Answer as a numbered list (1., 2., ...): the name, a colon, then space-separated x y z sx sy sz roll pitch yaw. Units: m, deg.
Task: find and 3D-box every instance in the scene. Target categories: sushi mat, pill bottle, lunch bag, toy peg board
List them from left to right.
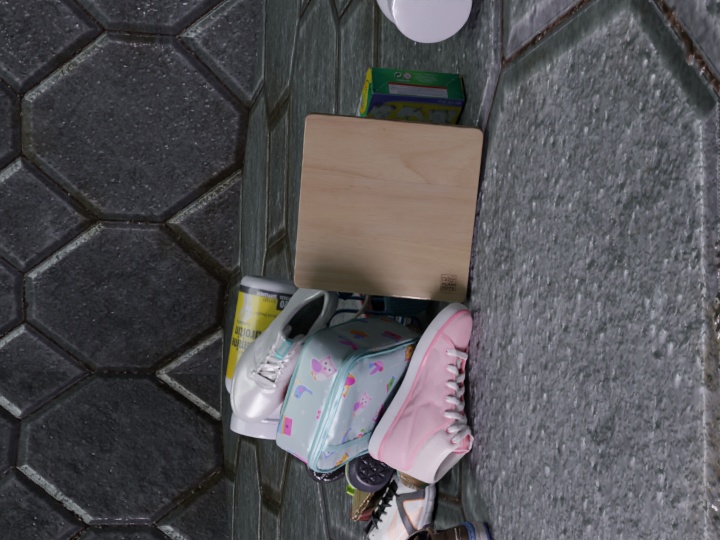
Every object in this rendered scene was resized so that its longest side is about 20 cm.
1. pill bottle: -0.114 0.112 1.574 0.112 0.111 0.201 -164 83 -78
2. lunch bag: -0.005 0.139 1.366 0.200 0.077 0.161 -8 -61 -58
3. sushi mat: 0.016 0.256 1.656 0.096 0.012 0.200 -54 12 15
4. toy peg board: 0.033 -0.079 1.408 0.098 0.199 0.200 -73 -12 -76
5. pill bottle: 0.066 -0.357 1.450 0.200 0.113 0.114 -105 20 -53

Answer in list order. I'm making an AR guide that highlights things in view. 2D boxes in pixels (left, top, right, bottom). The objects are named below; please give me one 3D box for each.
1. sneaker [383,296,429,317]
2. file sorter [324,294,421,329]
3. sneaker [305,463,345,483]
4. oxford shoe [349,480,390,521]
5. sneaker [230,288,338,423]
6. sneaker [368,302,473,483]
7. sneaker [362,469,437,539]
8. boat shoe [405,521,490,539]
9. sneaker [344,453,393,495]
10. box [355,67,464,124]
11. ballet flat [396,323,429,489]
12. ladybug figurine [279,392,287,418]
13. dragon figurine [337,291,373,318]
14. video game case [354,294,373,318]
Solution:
1. sneaker: 0.055 -0.055 1.539 0.131 0.079 0.201 -105 22 -51
2. file sorter: -0.004 0.077 1.662 0.200 0.138 0.123 -118 36 -67
3. sneaker: -0.021 0.228 1.717 0.200 0.076 0.116 -55 0 -29
4. oxford shoe: 0.024 0.305 1.654 0.200 0.070 0.075 145 133 -73
5. sneaker: -0.096 0.097 1.473 0.201 0.075 0.088 -59 4 -1
6. sneaker: 0.097 0.143 1.351 0.201 0.104 0.075 -62 -28 2
7. sneaker: 0.047 0.306 1.516 0.074 0.080 0.201 -133 48 -77
8. boat shoe: 0.083 0.317 1.352 0.200 0.072 0.073 115 155 -61
9. sneaker: 0.023 0.185 1.524 0.201 0.071 0.083 -64 11 -14
10. box: 0.047 -0.163 1.501 0.200 0.117 0.049 109 160 -55
11. ballet flat: 0.080 0.161 1.461 0.065 0.070 0.201 -14 76 49
12. ladybug figurine: -0.036 0.147 1.499 0.200 0.072 0.136 -49 -26 -40
13. dragon figurine: 0.000 0.000 1.501 0.100 0.058 0.201 94 167 -49
14. video game case: -0.013 -0.015 1.835 0.143 0.017 0.201 -113 7 -63
